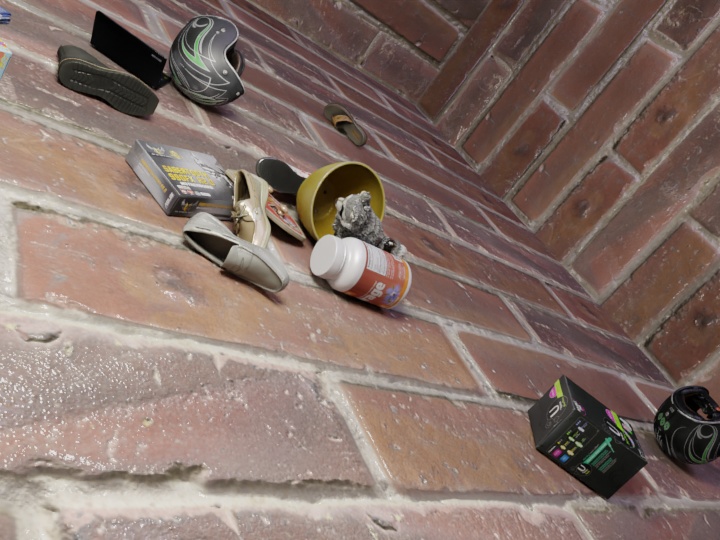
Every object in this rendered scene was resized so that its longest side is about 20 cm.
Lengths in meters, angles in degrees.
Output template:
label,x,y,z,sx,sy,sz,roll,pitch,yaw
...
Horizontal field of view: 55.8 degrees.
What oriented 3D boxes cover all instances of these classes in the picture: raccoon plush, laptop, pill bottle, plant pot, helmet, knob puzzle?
label,x,y,z,sx,sy,sz,roll,pitch,yaw
raccoon plush,0.032,-0.098,1.402,0.198,0.134,0.098,13,73,-20
laptop,-0.522,-0.519,1.586,0.177,0.104,0.200,34,22,-13
pill bottle,0.000,0.000,1.387,0.199,0.112,0.113,22,27,-36
plant pot,-0.065,-0.150,1.516,0.199,0.202,0.141,19,2,-41
helmet,0.917,0.438,1.881,0.198,0.192,0.201,1,33,0
knob puzzle,-0.181,-0.141,1.422,0.220,0.030,0.220,45,7,-7
helmet,-0.375,-0.508,1.688,0.198,0.193,0.200,11,-15,3

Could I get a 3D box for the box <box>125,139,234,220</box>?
label,x,y,z,sx,sy,sz,roll,pitch,yaw
box,-0.318,-0.166,1.286,0.159,0.048,0.199,49,23,23

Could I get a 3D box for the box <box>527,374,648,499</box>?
label,x,y,z,sx,sy,sz,roll,pitch,yaw
box,0.477,0.350,1.445,0.199,0.125,0.149,36,20,-6

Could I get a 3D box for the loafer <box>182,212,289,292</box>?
label,x,y,z,sx,sy,sz,roll,pitch,yaw
loafer,-0.213,-0.022,1.153,0.199,0.070,0.070,32,29,-2

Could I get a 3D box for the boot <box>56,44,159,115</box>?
label,x,y,z,sx,sy,sz,roll,pitch,yaw
boot,-0.521,-0.401,1.401,0.199,0.078,0.139,22,22,-39

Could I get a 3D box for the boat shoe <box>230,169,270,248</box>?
label,x,y,z,sx,sy,sz,roll,pitch,yaw
boat shoe,-0.209,-0.100,1.246,0.065,0.072,0.202,33,41,-40

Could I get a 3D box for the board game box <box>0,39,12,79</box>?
label,x,y,z,sx,sy,sz,roll,pitch,yaw
board game box,-0.651,-0.362,1.055,0.200,0.105,0.103,46,23,20

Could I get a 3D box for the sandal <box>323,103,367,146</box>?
label,x,y,z,sx,sy,sz,roll,pitch,yaw
sandal,-0.060,-0.511,2.396,0.200,0.082,0.054,49,44,8

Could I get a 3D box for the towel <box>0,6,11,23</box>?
label,x,y,z,sx,sy,sz,roll,pitch,yaw
towel,-0.770,-0.511,1.276,0.146,0.024,0.200,34,20,-8

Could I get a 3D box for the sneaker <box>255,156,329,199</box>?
label,x,y,z,sx,sy,sz,roll,pitch,yaw
sneaker,-0.178,-0.214,1.571,0.200,0.068,0.108,14,5,-40
